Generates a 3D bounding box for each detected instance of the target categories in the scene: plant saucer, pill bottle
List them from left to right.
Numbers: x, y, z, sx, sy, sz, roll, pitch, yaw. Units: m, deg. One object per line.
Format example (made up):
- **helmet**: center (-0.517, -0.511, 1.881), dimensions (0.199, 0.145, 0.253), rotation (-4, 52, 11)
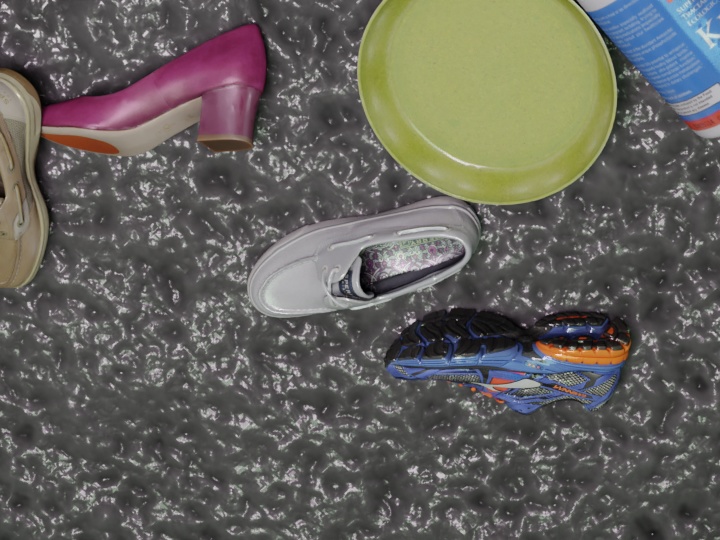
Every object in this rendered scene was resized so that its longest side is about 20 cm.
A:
- **plant saucer**: center (0.096, -0.143, 1.270), dimensions (0.199, 0.031, 0.201), rotation (9, 124, 14)
- **pill bottle**: center (0.221, -0.201, 1.203), dimensions (0.112, 0.112, 0.200), rotation (-40, 104, 21)

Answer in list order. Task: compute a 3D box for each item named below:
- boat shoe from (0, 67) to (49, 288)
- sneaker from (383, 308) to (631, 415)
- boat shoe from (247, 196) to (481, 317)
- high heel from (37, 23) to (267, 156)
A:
- **boat shoe**: center (-0.292, -0.061, 1.335), dimensions (0.072, 0.065, 0.201), rotation (24, 131, 17)
- **sneaker**: center (0.117, 0.082, 1.364), dimensions (0.199, 0.075, 0.079), rotation (2, 117, 8)
- **boat shoe**: center (0.000, 0.000, 1.343), dimensions (0.199, 0.069, 0.072), rotation (-11, 112, 12)
- **high heel**: center (-0.167, -0.143, 1.324), dimensions (0.199, 0.067, 0.097), rotation (3, 77, 15)
